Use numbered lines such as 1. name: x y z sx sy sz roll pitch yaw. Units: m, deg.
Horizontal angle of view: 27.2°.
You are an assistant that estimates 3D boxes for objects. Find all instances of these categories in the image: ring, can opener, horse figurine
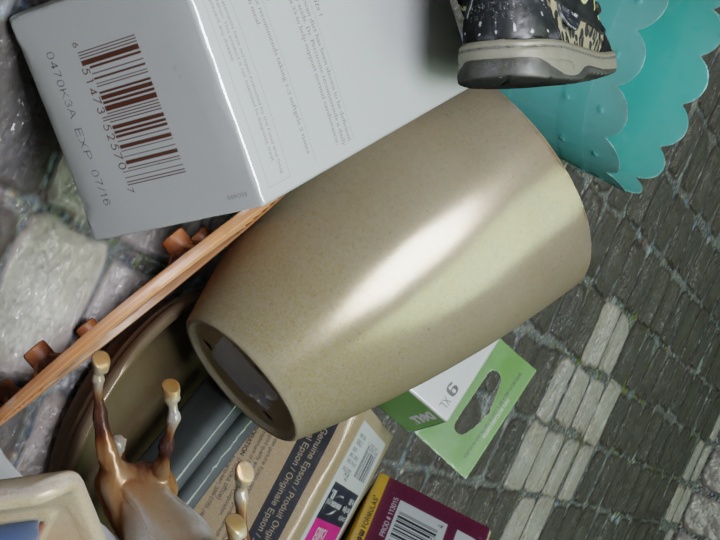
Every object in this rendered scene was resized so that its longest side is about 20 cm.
1. ring: -0.116 0.013 0.761 0.200 0.019 0.200 -39 -177 3
2. can opener: -0.111 0.139 0.881 0.200 0.066 0.053 -56 155 -31
3. horse figurine: -0.089 0.130 0.752 0.050 0.200 0.133 -21 137 -34

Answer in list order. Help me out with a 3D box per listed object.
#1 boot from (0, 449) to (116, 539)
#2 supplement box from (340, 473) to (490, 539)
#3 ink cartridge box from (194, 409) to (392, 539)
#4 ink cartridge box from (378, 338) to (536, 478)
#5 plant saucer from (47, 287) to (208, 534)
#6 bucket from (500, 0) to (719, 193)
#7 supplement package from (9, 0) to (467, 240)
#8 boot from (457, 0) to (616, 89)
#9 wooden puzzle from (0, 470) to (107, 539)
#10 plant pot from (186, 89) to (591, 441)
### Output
1. boot: -0.207 0.125 0.718 0.200 0.095 0.074 51 32 -38
2. supplement box: 0.005 0.276 1.159 0.200 0.103 0.131 -61 -178 45
3. ink cartridge box: -0.052 0.159 1.030 0.165 0.075 0.200 -63 168 -8
4. ink cartridge box: 0.038 0.039 1.013 0.104 0.200 0.059 -54 -168 -26
5. plant saucer: -0.127 0.099 0.917 0.200 0.029 0.200 -47 151 -37
6. bucket: 0.196 -0.179 1.204 0.207 0.135 0.208 -45 149 -37
7. supplement package: -0.051 -0.109 0.742 0.200 0.117 0.117 -34 109 -49
8. boot: 0.090 -0.175 0.779 0.204 0.073 0.154 -32 118 -71
9. wooden puzzle: -0.199 0.164 0.671 0.200 0.185 0.046 82 0 -52
10. plant pot: 0.000 0.000 0.877 0.200 0.187 0.188 -41 147 -22
